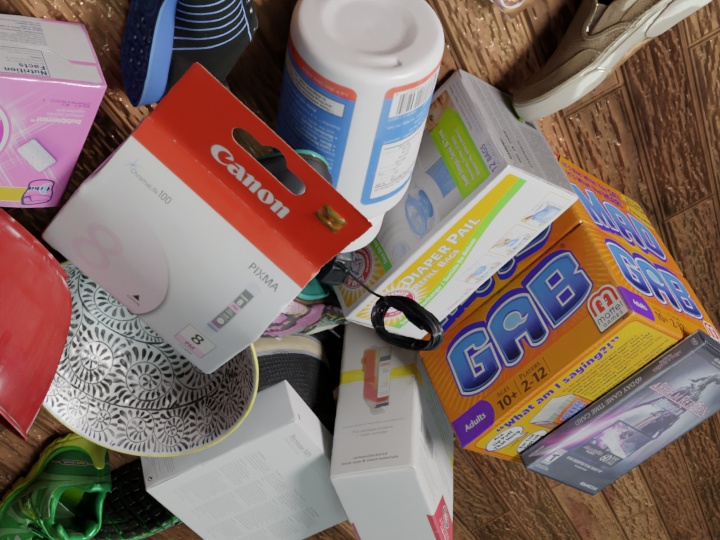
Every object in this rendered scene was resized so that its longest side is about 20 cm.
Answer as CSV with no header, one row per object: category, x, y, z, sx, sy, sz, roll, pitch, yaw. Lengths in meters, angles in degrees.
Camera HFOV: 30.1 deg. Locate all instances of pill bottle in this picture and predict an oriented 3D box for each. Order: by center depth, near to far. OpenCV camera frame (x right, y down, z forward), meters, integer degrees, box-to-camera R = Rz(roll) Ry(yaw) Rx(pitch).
pill bottle,-0.009,-0.109,1.001,0.111,0.113,0.201,-11,144,-20

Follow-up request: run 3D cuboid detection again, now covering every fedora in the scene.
fedora,-0.093,0.134,1.290,0.198,0.092,0.202,-17,145,-12

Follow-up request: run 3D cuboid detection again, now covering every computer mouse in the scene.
computer mouse,0.000,0.000,1.086,0.034,0.200,0.059,-9,133,-47

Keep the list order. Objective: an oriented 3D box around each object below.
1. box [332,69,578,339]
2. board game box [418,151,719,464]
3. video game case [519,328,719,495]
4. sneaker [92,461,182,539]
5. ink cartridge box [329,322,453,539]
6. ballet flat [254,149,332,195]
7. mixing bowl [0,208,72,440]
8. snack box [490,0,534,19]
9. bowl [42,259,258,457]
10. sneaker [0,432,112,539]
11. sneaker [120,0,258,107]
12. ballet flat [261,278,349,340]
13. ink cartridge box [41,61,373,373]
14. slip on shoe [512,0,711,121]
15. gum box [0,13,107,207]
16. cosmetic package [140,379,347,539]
box,0.064,-0.050,1.128,0.101,0.113,0.200,17,130,-45
board game box,0.182,0.043,1.249,0.200,0.201,0.199,-41,144,23
video game case,0.257,0.135,1.224,0.199,0.019,0.142,-38,144,19
sneaker,-0.186,0.238,1.387,0.197,0.079,0.086,-17,147,-12
ink cartridge box,0.035,0.158,1.274,0.082,0.201,0.146,-10,131,14
ballet flat,-0.108,-0.043,0.983,0.198,0.074,0.073,-5,159,35
mixing bowl,-0.279,0.015,0.955,0.109,0.199,0.201,-50,151,-18
snack box,0.083,-0.252,0.944,0.072,0.024,0.199,-39,144,17
bowl,-0.173,0.045,1.092,0.198,0.095,0.203,3,124,5
sneaker,-0.301,0.238,1.306,0.073,0.084,0.201,4,137,-37
sneaker,-0.102,-0.187,0.881,0.077,0.071,0.201,-9,149,-29
ballet flat,-0.045,0.027,1.166,0.071,0.069,0.199,-47,164,20
ink cartridge box,-0.111,-0.026,0.916,0.162,0.057,0.200,41,142,-12
slip on shoe,0.195,-0.196,1.066,0.199,0.076,0.061,-34,106,27
gum box,-0.270,-0.107,0.874,0.198,0.067,0.114,1,138,-34
cosmetic package,-0.093,0.194,1.244,0.149,0.052,0.201,-23,143,8
